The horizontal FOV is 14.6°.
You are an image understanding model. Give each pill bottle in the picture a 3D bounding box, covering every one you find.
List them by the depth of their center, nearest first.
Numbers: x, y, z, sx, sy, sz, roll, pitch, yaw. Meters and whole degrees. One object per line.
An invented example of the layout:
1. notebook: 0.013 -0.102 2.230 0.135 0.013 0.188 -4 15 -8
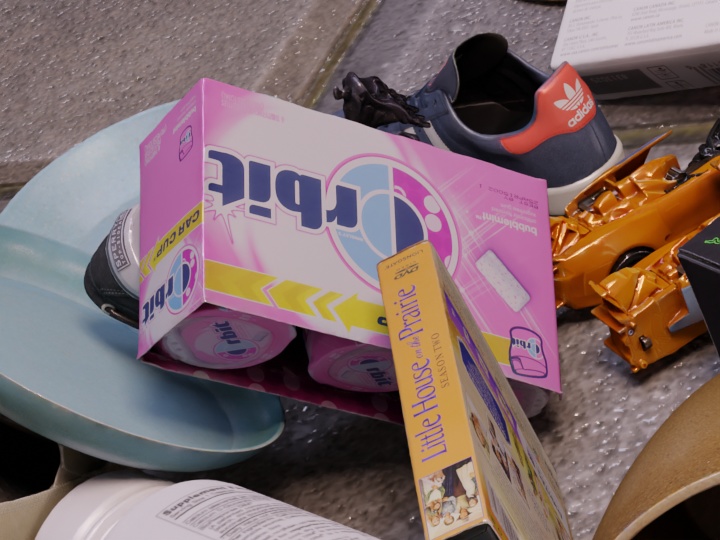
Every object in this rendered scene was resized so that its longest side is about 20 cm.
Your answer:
1. pill bottle: -0.048 0.153 1.178 0.113 0.114 0.199 -43 35 -26

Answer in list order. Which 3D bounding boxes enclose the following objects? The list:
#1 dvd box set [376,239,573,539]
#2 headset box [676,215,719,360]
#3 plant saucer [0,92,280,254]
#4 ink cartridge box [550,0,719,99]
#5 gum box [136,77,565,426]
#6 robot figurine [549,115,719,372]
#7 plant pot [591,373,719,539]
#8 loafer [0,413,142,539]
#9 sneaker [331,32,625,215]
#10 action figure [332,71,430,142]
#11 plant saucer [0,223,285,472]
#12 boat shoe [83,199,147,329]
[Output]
1. dvd box set: 0.057 0.098 1.154 0.029 0.147 0.200 -24 32 9
2. headset box: 0.261 -0.001 1.209 0.200 0.093 0.174 -37 33 -18
3. plant saucer: -0.113 -0.025 1.557 0.200 0.039 0.202 -19 32 12
4. ink cartridge box: 0.192 -0.193 1.483 0.162 0.050 0.201 -4 61 49
5. gum box: 0.000 0.000 1.280 0.066 0.199 0.114 -41 43 48
6. robot figurine: 0.180 -0.035 1.347 0.199 0.058 0.145 -34 34 -13
7. plant pot: 0.164 0.114 1.054 0.185 0.187 0.200 -18 18 11
8. loafer: -0.149 0.088 1.264 0.075 0.069 0.200 17 33 11
9. sneaker: 0.048 -0.086 1.490 0.199 0.085 0.075 5 42 40
10. action figure: -0.035 0.003 1.410 0.200 0.102 0.119 -47 37 15
11. plant saucer: -0.129 0.037 1.281 0.028 0.199 0.200 -63 28 16
12. boat shoe: -0.037 0.019 1.329 0.057 0.199 0.069 -36 40 49
